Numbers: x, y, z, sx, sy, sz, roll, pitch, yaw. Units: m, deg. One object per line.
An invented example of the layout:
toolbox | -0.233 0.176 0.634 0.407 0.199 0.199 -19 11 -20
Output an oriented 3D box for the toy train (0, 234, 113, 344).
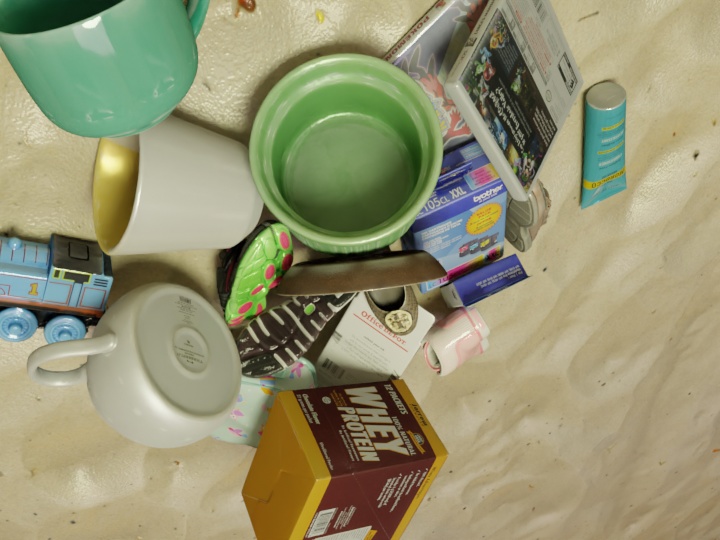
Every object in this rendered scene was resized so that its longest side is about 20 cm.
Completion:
toy train | -0.376 0.015 0.745 0.196 0.087 0.116 12 116 -31

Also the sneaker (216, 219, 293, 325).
sneaker | -0.140 -0.004 0.804 0.076 0.085 0.200 -20 162 -35

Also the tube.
tube | 0.341 -0.167 0.936 0.076 0.051 0.202 -20 141 5

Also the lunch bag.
lunch bag | -0.148 0.174 0.941 0.194 0.078 0.163 7 131 12

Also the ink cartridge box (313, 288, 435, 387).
ink cartridge box | 0.017 0.107 0.966 0.114 0.067 0.202 33 109 3

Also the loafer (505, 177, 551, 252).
loafer | 0.229 -0.091 0.915 0.063 0.072 0.200 -42 159 -6

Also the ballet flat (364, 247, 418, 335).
ballet flat | 0.024 -0.002 0.871 0.066 0.047 0.205 -16 106 12

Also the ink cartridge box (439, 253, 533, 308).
ink cartridge box | 0.171 0.017 0.942 0.097 0.040 0.200 -24 177 -2

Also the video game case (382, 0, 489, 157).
video game case | 0.120 -0.220 0.798 0.182 0.023 0.199 -41 133 14

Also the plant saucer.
plant saucer | 0.000 0.000 0.755 0.195 0.200 0.033 -8 95 -17

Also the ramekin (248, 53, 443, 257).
ramekin | -0.014 -0.113 0.710 0.196 0.204 0.098 -22 167 -4

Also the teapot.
teapot | -0.246 0.121 0.777 0.144 0.198 0.202 -28 104 25

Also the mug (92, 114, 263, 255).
mug | -0.195 -0.090 0.717 0.150 0.185 0.154 4 97 -38

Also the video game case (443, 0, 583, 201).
video game case | 0.182 -0.213 0.762 0.200 0.023 0.185 44 69 -43

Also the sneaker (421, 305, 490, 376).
sneaker | 0.141 0.110 1.029 0.104 0.076 0.200 -36 165 0

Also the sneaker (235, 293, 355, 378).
sneaker | -0.081 0.072 0.898 0.198 0.076 0.116 -38 175 -9

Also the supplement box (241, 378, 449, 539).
supplement box | -0.026 0.268 0.881 0.196 0.134 0.201 1 127 -33

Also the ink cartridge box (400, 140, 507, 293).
ink cartridge box | 0.115 -0.075 0.864 0.134 0.077 0.202 -24 145 -5

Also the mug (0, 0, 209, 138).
mug | -0.203 -0.195 0.580 0.181 0.154 0.116 -20 135 -5
